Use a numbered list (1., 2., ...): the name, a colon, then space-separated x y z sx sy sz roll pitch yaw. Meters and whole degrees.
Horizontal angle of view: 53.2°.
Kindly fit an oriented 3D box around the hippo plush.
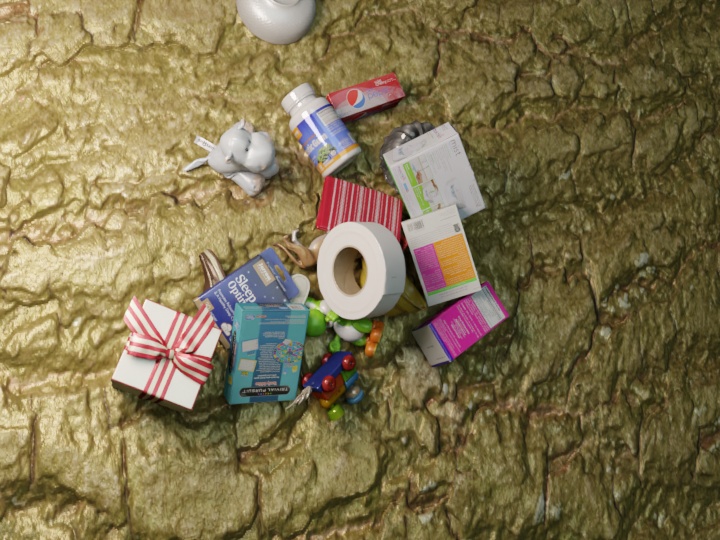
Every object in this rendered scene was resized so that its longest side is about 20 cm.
1. hippo plush: -0.257 -0.274 1.562 0.197 0.161 0.162 21 71 -15

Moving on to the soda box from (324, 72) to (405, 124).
1. soda box: 0.007 -0.414 1.750 0.197 0.063 0.071 -25 87 -23

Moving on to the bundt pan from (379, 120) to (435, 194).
1. bundt pan: 0.149 -0.277 1.765 0.198 0.076 0.206 5 76 -19

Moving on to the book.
1. book: 0.185 -0.034 1.645 0.131 0.048 0.204 -17 98 5

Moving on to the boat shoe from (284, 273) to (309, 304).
1. boat shoe: -0.177 0.098 1.556 0.074 0.062 0.203 27 77 -21

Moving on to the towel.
1. towel: 0.000 -0.128 1.632 0.196 0.023 0.147 16 60 -16

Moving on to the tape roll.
1. tape roll: 0.000 0.000 1.514 0.070 0.200 0.207 -3 77 -48

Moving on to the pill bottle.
1. pill bottle: -0.095 -0.325 1.663 0.111 0.112 0.201 -36 91 -24

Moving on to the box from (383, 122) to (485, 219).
1. box: 0.172 -0.207 1.665 0.174 0.097 0.202 -26 118 4

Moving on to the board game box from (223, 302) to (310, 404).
1. board game box: -0.194 0.169 1.482 0.148 0.047 0.204 2 106 -30

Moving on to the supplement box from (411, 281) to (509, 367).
1. supplement box: 0.235 0.126 1.687 0.198 0.101 0.104 -31 88 -25

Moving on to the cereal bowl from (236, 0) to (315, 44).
1. cereal bowl: -0.196 -0.653 1.719 0.196 0.083 0.205 5 76 -19

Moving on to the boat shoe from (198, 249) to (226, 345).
1. boat shoe: -0.307 0.059 1.513 0.074 0.075 0.206 -22 86 -18

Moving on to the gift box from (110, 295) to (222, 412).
1. gift box: -0.381 0.155 1.399 0.181 0.186 0.204 19 72 -16

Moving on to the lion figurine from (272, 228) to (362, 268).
1. lion figurine: -0.089 -0.052 1.632 0.197 0.072 0.124 -26 97 -10

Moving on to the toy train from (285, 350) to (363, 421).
1. toy train: -0.074 0.273 1.527 0.200 0.084 0.117 -43 117 -37

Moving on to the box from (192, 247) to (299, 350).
1. box: -0.231 0.054 1.489 0.199 0.032 0.122 -37 102 -16

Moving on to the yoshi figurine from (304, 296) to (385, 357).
1. yoshi figurine: -0.053 0.128 1.573 0.197 0.112 0.114 22 90 3

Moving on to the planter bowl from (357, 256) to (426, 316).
1. planter bowl: 0.053 0.041 1.624 0.200 0.201 0.083 45 103 -6

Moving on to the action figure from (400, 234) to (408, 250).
1. action figure: 0.021 -0.106 1.678 0.198 0.065 0.052 34 90 -2
